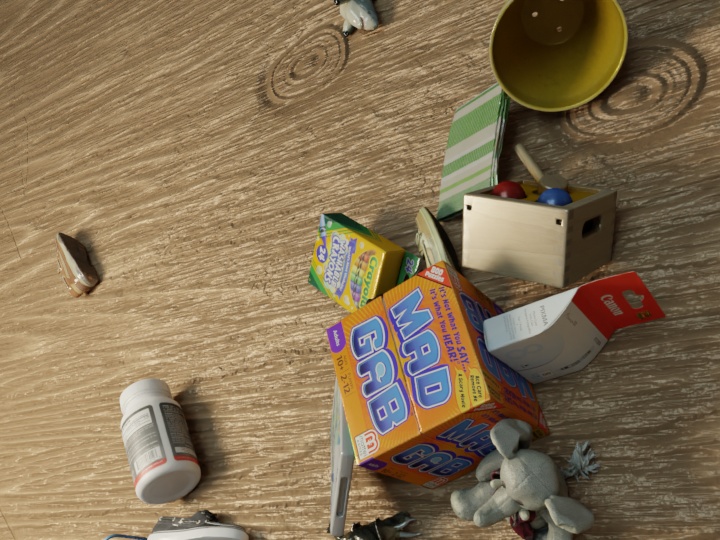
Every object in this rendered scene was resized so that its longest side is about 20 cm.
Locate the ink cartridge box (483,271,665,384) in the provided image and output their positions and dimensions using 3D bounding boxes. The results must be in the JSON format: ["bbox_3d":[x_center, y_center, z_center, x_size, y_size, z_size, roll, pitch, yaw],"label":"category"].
[{"bbox_3d":[0.277,0.079,0.966,0.197,0.160,0.048,-21,57,27],"label":"ink cartridge box"}]

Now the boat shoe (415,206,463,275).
[{"bbox_3d":[0.118,-0.008,1.182,0.062,0.073,0.204,-28,63,17],"label":"boat shoe"}]

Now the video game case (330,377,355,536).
[{"bbox_3d":[-0.027,0.238,1.087,0.021,0.185,0.202,4,39,-4],"label":"video game case"}]

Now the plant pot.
[{"bbox_3d":[0.294,-0.368,1.156,0.197,0.201,0.143,-24,31,25],"label":"plant pot"}]

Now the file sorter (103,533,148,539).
[{"bbox_3d":[-0.371,0.554,1.251,0.140,0.122,0.199,-54,49,2],"label":"file sorter"}]

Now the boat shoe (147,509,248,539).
[{"bbox_3d":[-0.269,0.434,1.272,0.197,0.070,0.067,-15,42,27],"label":"boat shoe"}]

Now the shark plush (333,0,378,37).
[{"bbox_3d":[0.005,-0.552,1.539,0.081,0.092,0.202,-4,45,14],"label":"shark plush"}]

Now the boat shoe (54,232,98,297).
[{"bbox_3d":[-0.676,-0.014,1.764,0.072,0.075,0.200,-49,48,10],"label":"boat shoe"}]

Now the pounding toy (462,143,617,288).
[{"bbox_3d":[0.247,-0.085,1.055,0.182,0.198,0.145,14,112,38],"label":"pounding toy"}]

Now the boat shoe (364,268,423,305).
[{"bbox_3d":[0.031,0.070,1.159,0.066,0.072,0.202,40,113,9],"label":"boat shoe"}]

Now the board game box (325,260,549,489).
[{"bbox_3d":[0.103,0.150,1.035,0.198,0.199,0.203,-31,54,21],"label":"board game box"}]

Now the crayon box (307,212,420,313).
[{"bbox_3d":[0.000,0.000,1.244,0.199,0.051,0.128,31,116,40],"label":"crayon box"}]

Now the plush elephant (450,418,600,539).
[{"bbox_3d":[0.200,0.276,0.933,0.200,0.154,0.165,-45,55,8],"label":"plush elephant"}]

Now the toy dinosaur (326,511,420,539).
[{"bbox_3d":[-0.007,0.419,1.077,0.102,0.077,0.203,17,76,53],"label":"toy dinosaur"}]

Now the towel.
[{"bbox_3d":[0.181,-0.189,1.214,0.152,0.023,0.204,-21,56,59],"label":"towel"}]

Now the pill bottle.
[{"bbox_3d":[-0.365,0.302,1.365,0.115,0.115,0.202,-40,51,14],"label":"pill bottle"}]
